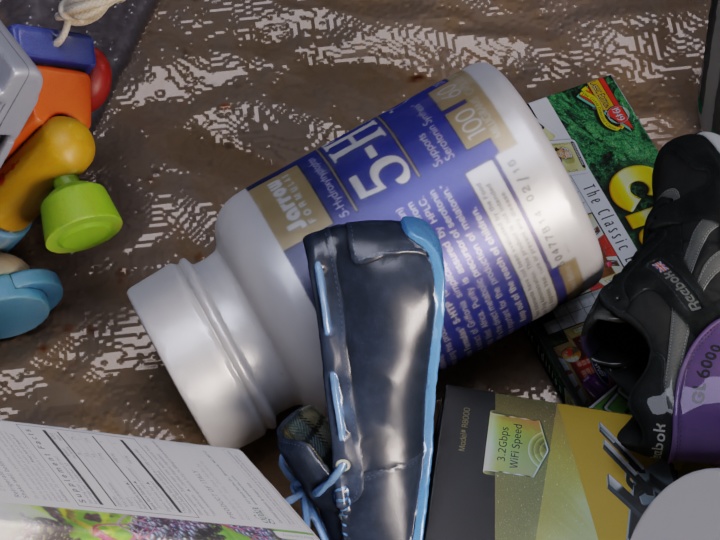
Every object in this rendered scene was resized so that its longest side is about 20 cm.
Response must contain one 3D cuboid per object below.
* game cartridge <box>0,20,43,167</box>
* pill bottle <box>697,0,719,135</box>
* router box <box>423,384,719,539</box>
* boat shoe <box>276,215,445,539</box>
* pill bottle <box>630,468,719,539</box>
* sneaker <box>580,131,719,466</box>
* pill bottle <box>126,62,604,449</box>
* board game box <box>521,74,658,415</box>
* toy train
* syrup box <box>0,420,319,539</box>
[{"bbox_3d":[-0.232,-0.060,1.236,0.041,0.200,0.133,-5,47,-51],"label":"game cartridge"},{"bbox_3d":[0.226,-0.134,1.256,0.113,0.200,0.113,-1,56,1],"label":"pill bottle"},{"bbox_3d":[0.099,0.157,1.138,0.157,0.052,0.200,9,56,-1],"label":"router box"},{"bbox_3d":[-0.006,0.071,1.142,0.069,0.200,0.084,3,11,-6],"label":"boat shoe"},{"bbox_3d":[0.200,0.143,1.060,0.112,0.200,0.113,-25,54,39],"label":"pill bottle"},{"bbox_3d":[0.141,0.006,1.192,0.087,0.076,0.200,-2,41,-5],"label":"sneaker"},{"bbox_3d":[0.000,0.000,1.211,0.200,0.120,0.120,-29,59,-3],"label":"pill bottle"},{"bbox_3d":[0.120,-0.004,1.278,0.105,0.023,0.200,-19,57,-14],"label":"board game box"},{"bbox_3d":[-0.142,-0.062,1.233,0.085,0.200,0.116,4,56,-46],"label":"toy train"},{"bbox_3d":[-0.120,0.115,1.053,0.200,0.079,0.081,11,25,-43],"label":"syrup box"}]
